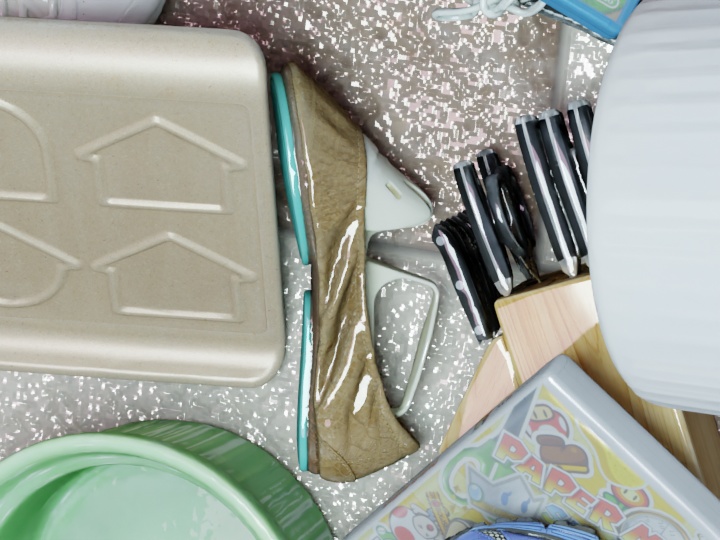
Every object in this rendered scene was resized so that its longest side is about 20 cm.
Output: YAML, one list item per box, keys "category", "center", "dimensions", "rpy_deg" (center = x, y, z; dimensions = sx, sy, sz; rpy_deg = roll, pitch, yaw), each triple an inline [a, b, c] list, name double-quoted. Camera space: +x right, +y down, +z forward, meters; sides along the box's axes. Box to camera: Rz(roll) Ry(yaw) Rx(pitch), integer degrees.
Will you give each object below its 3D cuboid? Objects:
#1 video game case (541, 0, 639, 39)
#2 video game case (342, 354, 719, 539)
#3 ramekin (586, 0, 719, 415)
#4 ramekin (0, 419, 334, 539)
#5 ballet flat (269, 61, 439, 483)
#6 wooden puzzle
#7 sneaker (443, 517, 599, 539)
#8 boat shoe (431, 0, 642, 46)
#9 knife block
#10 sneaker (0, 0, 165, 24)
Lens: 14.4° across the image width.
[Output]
- category: "video game case"
  center: [0.093, -0.219, 1.219]
  dimensions: [0.143, 0.018, 0.200]
  rpy_deg: [29, 78, -8]
- category: "video game case"
  center: [0.107, 0.152, 1.284]
  dimensions: [0.200, 0.023, 0.182]
  rpy_deg: [44, 133, -3]
- category: "ramekin"
  center: [0.168, -0.030, 1.203]
  dimensions: [0.097, 0.200, 0.201]
  rpy_deg: [2, 99, 24]
- category: "ramekin"
  center: [-0.102, 0.167, 1.364]
  dimensions: [0.199, 0.098, 0.201]
  rpy_deg: [3, 99, 17]
- category: "ballet flat"
  center: [0.000, 0.000, 1.330]
  dimensions: [0.072, 0.068, 0.201]
  rpy_deg: [-5, 98, -3]
- category: "wooden puzzle"
  center: [-0.128, -0.037, 1.330]
  dimensions: [0.184, 0.046, 0.200]
  rpy_deg: [4, 131, 6]
- category: "sneaker"
  center: [0.112, 0.181, 1.233]
  dimensions: [0.200, 0.078, 0.075]
  rpy_deg: [35, 133, 4]
- category: "boat shoe"
  center: [0.061, -0.142, 1.247]
  dimensions: [0.199, 0.068, 0.074]
  rpy_deg: [36, 153, -19]
- category: "knife block"
  center: [0.119, 0.027, 1.292]
  dimensions: [0.200, 0.064, 0.176]
  rpy_deg: [29, 107, 11]
- category: "sneaker"
  center: [-0.181, -0.113, 1.343]
  dimensions: [0.200, 0.099, 0.078]
  rpy_deg: [-25, 89, 19]
